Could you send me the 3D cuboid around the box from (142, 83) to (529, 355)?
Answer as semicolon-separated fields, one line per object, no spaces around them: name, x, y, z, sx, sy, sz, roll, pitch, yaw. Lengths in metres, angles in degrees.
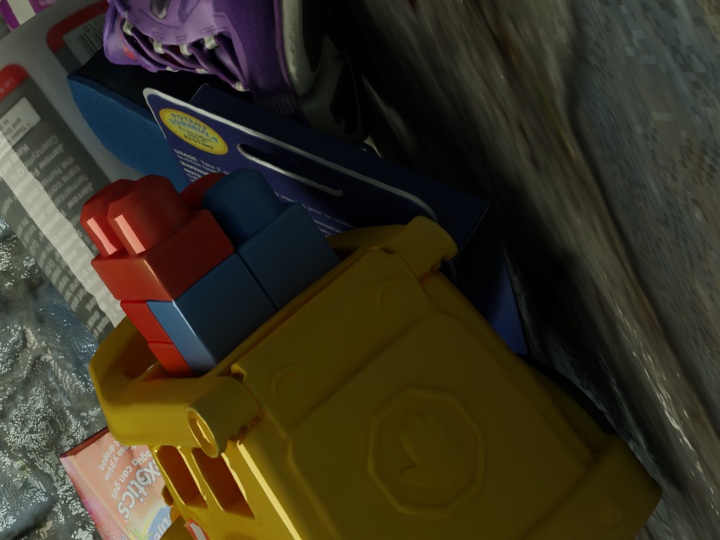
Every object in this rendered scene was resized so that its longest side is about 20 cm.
box;0.000;0.000;0.762;0.121;0.033;0.200;24;158;24

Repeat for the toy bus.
toy bus;-0.028;0.047;0.701;0.192;0.136;0.200;53;160;-11

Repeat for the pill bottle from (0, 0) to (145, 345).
pill bottle;-0.098;-0.025;0.990;0.200;0.114;0.114;52;174;4

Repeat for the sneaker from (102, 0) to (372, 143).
sneaker;-0.056;-0.094;0.817;0.081;0.083;0.200;64;173;-34

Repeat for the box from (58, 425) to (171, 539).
box;-0.052;0.097;1.133;0.200;0.095;0.100;-24;-97;-54

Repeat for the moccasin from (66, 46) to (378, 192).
moccasin;-0.044;-0.060;0.869;0.200;0.068;0.081;35;157;33

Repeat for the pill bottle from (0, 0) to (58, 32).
pill bottle;-0.125;-0.132;1.103;0.112;0.112;0.201;53;170;54
